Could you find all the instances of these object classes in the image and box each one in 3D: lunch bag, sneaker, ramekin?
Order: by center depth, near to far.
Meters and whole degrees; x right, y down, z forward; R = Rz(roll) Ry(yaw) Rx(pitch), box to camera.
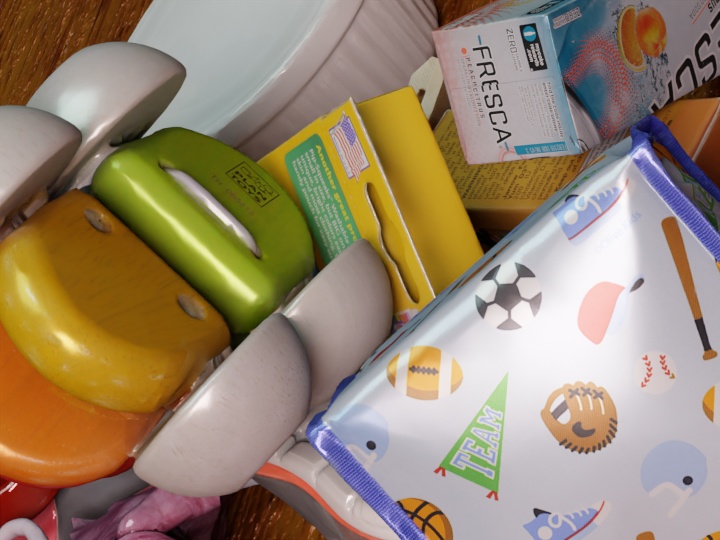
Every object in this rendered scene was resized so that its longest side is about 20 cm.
[{"bbox_3d":[0.110,0.071,0.941,0.170,0.200,0.124,-42,1,14],"label":"lunch bag"},{"bbox_3d":[-0.016,0.085,1.092,0.077,0.082,0.200,-34,41,-18],"label":"sneaker"},{"bbox_3d":[-0.043,-0.116,1.435,0.202,0.094,0.203,-34,34,27],"label":"ramekin"}]

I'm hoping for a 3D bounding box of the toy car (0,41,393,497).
[{"bbox_3d":[-0.099,0.018,1.029,0.150,0.175,0.200,-49,-3,32],"label":"toy car"}]

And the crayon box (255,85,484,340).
[{"bbox_3d":[0.000,0.000,1.132,0.052,0.126,0.200,-21,-4,-26],"label":"crayon box"}]

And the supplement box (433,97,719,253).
[{"bbox_3d":[0.104,-0.036,1.179,0.200,0.067,0.069,1,57,53],"label":"supplement box"}]

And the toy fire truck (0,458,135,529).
[{"bbox_3d":[-0.162,0.027,1.293,0.200,0.112,0.168,-29,28,31],"label":"toy fire truck"}]

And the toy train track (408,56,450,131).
[{"bbox_3d":[0.001,-0.012,1.265,0.032,0.115,0.200,18,87,22],"label":"toy train track"}]

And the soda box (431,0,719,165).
[{"bbox_3d":[0.122,-0.109,1.137,0.068,0.064,0.200,-4,19,43],"label":"soda box"}]

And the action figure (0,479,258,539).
[{"bbox_3d":[-0.103,0.133,1.171,0.200,0.149,0.134,146,133,-83],"label":"action figure"}]

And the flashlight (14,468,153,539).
[{"bbox_3d":[-0.114,0.111,1.312,0.200,0.068,0.068,-30,1,23],"label":"flashlight"}]
